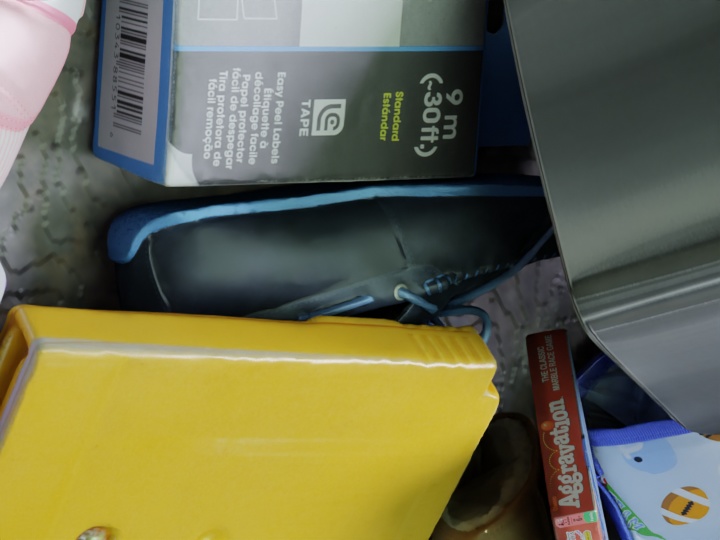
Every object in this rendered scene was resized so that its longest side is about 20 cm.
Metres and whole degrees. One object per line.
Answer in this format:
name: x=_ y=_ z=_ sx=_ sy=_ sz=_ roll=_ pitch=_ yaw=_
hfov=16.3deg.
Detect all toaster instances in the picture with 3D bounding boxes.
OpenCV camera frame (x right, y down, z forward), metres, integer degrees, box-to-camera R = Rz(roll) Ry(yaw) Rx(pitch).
toaster: x=0.139 y=-0.050 z=0.924 sx=0.200 sy=0.118 sz=0.181 roll=38 pitch=36 yaw=-61

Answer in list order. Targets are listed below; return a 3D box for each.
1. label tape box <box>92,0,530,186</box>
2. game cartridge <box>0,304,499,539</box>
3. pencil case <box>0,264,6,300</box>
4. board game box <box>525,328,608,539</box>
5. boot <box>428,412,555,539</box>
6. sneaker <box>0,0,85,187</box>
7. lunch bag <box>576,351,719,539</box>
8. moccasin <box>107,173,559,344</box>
label tape box: x=0.005 y=-0.110 z=0.935 sx=0.199 sy=0.063 sz=0.145 roll=-3 pitch=103 yaw=-32
game cartridge: x=-0.060 y=0.089 z=0.920 sx=0.199 sy=0.032 sz=0.177 roll=3 pitch=127 yaw=-35
pencil case: x=-0.171 y=0.068 z=0.793 sx=0.084 sy=0.085 sz=0.201 roll=73 pitch=22 yaw=-57
board game box: x=0.094 y=0.131 z=1.004 sx=0.019 sy=0.103 sz=0.200 roll=-11 pitch=128 yaw=4
boot: x=0.061 y=0.184 z=0.998 sx=0.066 sy=0.175 sz=0.201 roll=-9 pitch=113 yaw=5
sneaker: x=-0.185 y=-0.078 z=0.813 sx=0.200 sy=0.075 sz=0.105 roll=22 pitch=84 yaw=-39
lunch bag: x=0.202 y=0.074 z=1.069 sx=0.200 sy=0.124 sz=0.170 roll=-29 pitch=121 yaw=6
moccasin: x=0.000 y=0.000 z=0.958 sx=0.199 sy=0.080 sz=0.068 roll=-6 pitch=96 yaw=-18
